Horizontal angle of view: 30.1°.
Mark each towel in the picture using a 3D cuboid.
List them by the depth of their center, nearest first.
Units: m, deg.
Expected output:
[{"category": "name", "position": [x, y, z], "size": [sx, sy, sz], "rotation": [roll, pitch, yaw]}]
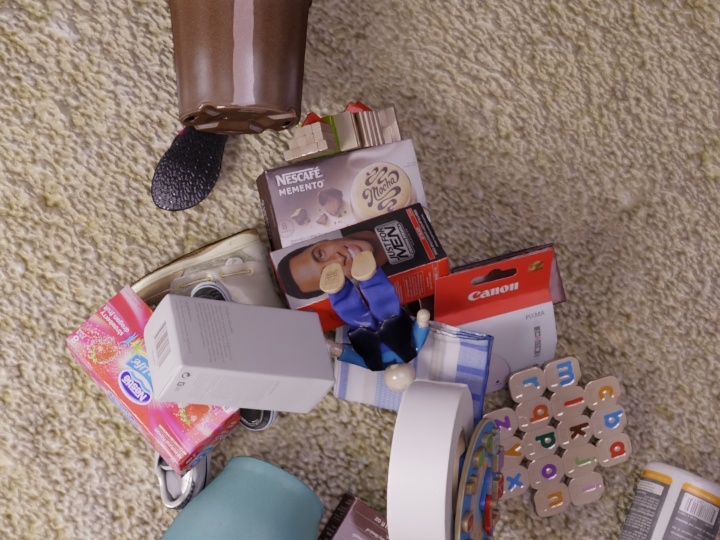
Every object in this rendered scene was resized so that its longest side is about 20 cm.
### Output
[{"category": "towel", "position": [0.061, 0.120, 1.655], "size": [0.197, 0.024, 0.149], "rotation": [12, 124, 10]}]

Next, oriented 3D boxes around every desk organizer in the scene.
[{"category": "desk organizer", "position": [0.159, 0.027, 1.729], "size": [0.197, 0.072, 0.078], "rotation": [-14, 90, -12]}]

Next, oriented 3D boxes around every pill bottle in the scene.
[{"category": "pill bottle", "position": [0.389, 0.358, 1.721], "size": [0.115, 0.116, 0.202], "rotation": [24, 82, -8]}]

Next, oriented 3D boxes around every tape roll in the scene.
[{"category": "tape roll", "position": [0.085, 0.235, 1.590], "size": [0.070, 0.202, 0.206], "rotation": [4, 83, 14]}]

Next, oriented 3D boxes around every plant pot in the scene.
[{"category": "plant pot", "position": [-0.138, 0.334, 1.583], "size": [0.199, 0.200, 0.189], "rotation": [33, 61, -6]}, {"category": "plant pot", "position": [-0.146, -0.277, 1.626], "size": [0.197, 0.200, 0.202], "rotation": [0, 83, -11]}]

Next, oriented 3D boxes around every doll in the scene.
[{"category": "doll", "position": [0.016, 0.069, 1.578], "size": [0.135, 0.049, 0.201], "rotation": [-21, 129, 9]}]

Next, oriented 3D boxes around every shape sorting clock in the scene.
[{"category": "shape sorting clock", "position": [0.146, 0.280, 1.621], "size": [0.039, 0.200, 0.203], "rotation": [4, 83, 15]}]

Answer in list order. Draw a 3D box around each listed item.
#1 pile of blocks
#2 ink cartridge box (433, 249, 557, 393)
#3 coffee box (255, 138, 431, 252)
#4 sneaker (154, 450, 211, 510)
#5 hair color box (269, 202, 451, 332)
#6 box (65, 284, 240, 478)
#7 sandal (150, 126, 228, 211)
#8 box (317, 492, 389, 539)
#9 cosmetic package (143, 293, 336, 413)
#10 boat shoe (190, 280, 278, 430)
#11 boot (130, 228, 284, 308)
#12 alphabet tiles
[{"category": "pile of blocks", "position": [-0.024, -0.178, 1.692], "size": [0.199, 0.081, 0.063], "rotation": [-11, 87, -48]}, {"category": "ink cartridge box", "position": [0.168, 0.076, 1.671], "size": [0.160, 0.201, 0.057], "rotation": [-14, 53, -12]}, {"category": "coffee box", "position": [-0.023, -0.087, 1.697], "size": [0.197, 0.080, 0.115], "rotation": [-12, 87, -13]}, {"category": "sneaker", "position": [-0.217, 0.186, 1.618], "size": [0.075, 0.080, 0.203], "rotation": [-4, 91, 12]}, {"category": "hair color box", "position": [0.000, 0.000, 1.621], "size": [0.197, 0.062, 0.102], "rotation": [-20, 50, -7]}, {"category": "box", "position": [-0.238, 0.129, 1.550], "size": [0.100, 0.096, 0.200], "rotation": [-41, 80, -15]}, {"category": "sandal", "position": [-0.205, -0.156, 1.692], "size": [0.074, 0.045, 0.202], "rotation": [28, 66, -13]}, {"category": "box", "position": [-0.025, 0.388, 1.658], "size": [0.099, 0.075, 0.201], "rotation": [33, 81, -7]}, {"category": "cosmetic package", "position": [-0.135, 0.095, 1.503], "size": [0.198, 0.074, 0.103], "rotation": [11, 47, -32]}, {"category": "boat shoe", "position": [-0.159, 0.113, 1.599], "size": [0.071, 0.071, 0.202], "rotation": [-20, 109, 13]}, {"category": "boot", "position": [-0.190, 0.054, 1.658], "size": [0.198, 0.072, 0.156], "rotation": [-24, 95, -9]}, {"category": "alphabet tiles", "position": [0.253, 0.215, 1.732], "size": [0.193, 0.015, 0.203], "rotation": [-16, 104, -9]}]
